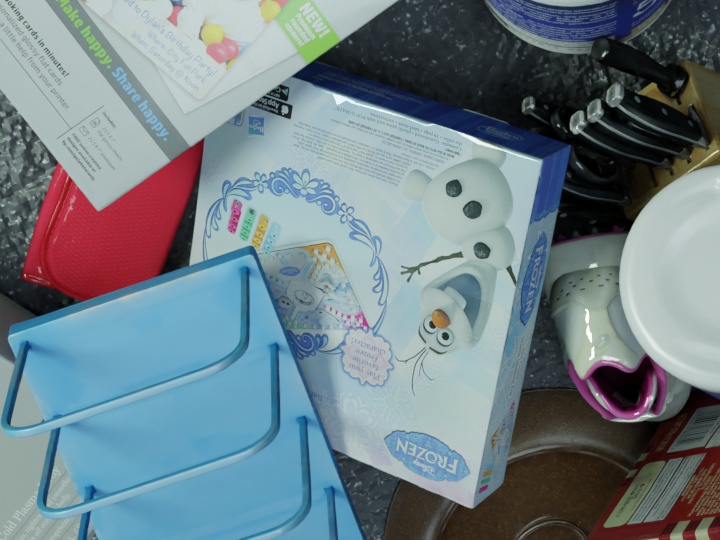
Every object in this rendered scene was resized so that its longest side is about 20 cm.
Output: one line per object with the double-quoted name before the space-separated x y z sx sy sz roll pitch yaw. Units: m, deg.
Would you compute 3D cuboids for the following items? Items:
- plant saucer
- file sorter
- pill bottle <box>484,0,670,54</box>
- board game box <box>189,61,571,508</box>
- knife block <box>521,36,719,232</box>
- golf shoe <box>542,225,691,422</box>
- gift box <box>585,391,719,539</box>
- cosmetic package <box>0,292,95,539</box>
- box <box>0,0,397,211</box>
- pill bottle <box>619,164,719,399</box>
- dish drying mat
"plant saucer" 0.115 0.171 1.152 0.198 0.035 0.202 -3 110 -7
"file sorter" -0.087 0.119 0.956 0.138 0.123 0.201 -18 113 5
"pill bottle" 0.105 -0.182 0.909 0.119 0.200 0.121 -1 86 8
"board game box" 0.000 0.000 0.998 0.199 0.043 0.200 21 115 24
"knife block" 0.188 -0.071 1.004 0.198 0.064 0.176 -12 151 -4
"golf shoe" 0.147 0.055 1.046 0.075 0.092 0.200 -15 149 17
"gift box" 0.254 0.176 1.081 0.184 0.199 0.187 -43 108 -39
"cosmetic package" -0.223 0.070 1.032 0.199 0.090 0.107 32 105 -22
"box" -0.099 -0.148 0.930 0.199 0.041 0.156 -33 109 11
"pill bottle" 0.210 0.017 0.970 0.110 0.200 0.112 -4 80 21
"dish drying mat" -0.123 -0.073 1.028 0.076 0.018 0.201 17 107 -16
